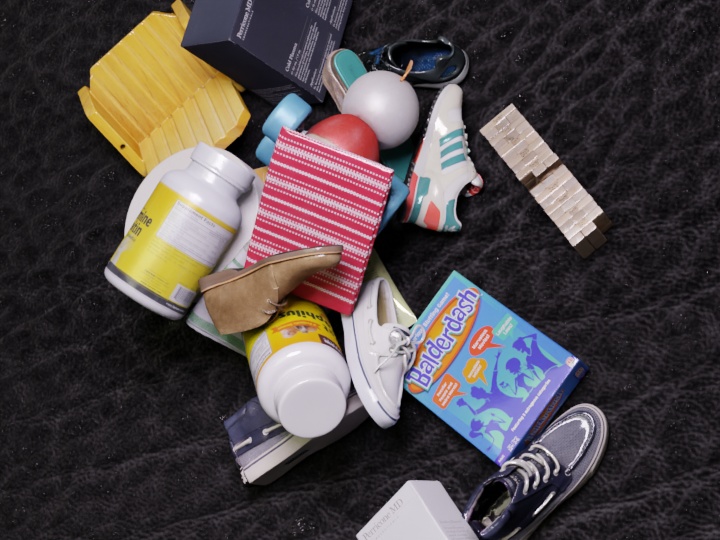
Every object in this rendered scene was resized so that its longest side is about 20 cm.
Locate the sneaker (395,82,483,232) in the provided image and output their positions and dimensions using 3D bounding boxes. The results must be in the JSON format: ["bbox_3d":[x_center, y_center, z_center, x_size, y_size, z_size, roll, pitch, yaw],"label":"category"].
[{"bbox_3d":[0.112,-0.136,1.588,0.093,0.070,0.201,20,67,-4],"label":"sneaker"}]

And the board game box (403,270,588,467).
[{"bbox_3d":[0.143,0.116,1.487,0.200,0.045,0.152,36,91,33],"label":"board game box"}]

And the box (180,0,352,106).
[{"bbox_3d":[-0.116,-0.349,1.687,0.104,0.182,0.201,3,71,43],"label":"box"}]

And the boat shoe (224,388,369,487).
[{"bbox_3d":[-0.080,0.177,1.548,0.199,0.075,0.093,-34,68,13],"label":"boat shoe"}]

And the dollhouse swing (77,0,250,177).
[{"bbox_3d":[-0.269,-0.233,1.731,0.200,0.182,0.176,-39,19,9],"label":"dollhouse swing"}]

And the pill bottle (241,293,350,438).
[{"bbox_3d":[-0.074,0.109,1.478,0.109,0.109,0.200,-41,29,8],"label":"pill bottle"}]

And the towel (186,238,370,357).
[{"bbox_3d":[-0.101,0.029,1.560,0.200,0.149,0.031,-48,30,21],"label":"towel"}]

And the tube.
[{"bbox_3d":[0.000,0.000,1.602,0.052,0.058,0.201,-14,64,-26],"label":"tube"}]

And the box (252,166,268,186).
[{"bbox_3d":[-0.177,-0.047,1.671,0.199,0.097,0.125,-12,68,22],"label":"box"}]

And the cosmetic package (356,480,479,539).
[{"bbox_3d":[0.092,0.342,1.407,0.102,0.074,0.200,-49,59,19],"label":"cosmetic package"}]

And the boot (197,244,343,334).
[{"bbox_3d":[-0.096,0.020,1.451,0.199,0.073,0.076,-20,80,32],"label":"boot"}]

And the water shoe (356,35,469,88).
[{"bbox_3d":[0.042,-0.274,1.655,0.199,0.079,0.072,-5,70,25],"label":"water shoe"}]

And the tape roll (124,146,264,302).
[{"bbox_3d":[-0.209,-0.059,1.614,0.202,0.037,0.204,-9,70,24],"label":"tape roll"}]

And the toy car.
[{"bbox_3d":[0.006,-0.171,1.546,0.184,0.177,0.200,39,74,1],"label":"toy car"}]

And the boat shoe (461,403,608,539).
[{"bbox_3d":[0.194,0.225,1.396,0.075,0.093,0.200,37,91,31],"label":"boat shoe"}]

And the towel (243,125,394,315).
[{"bbox_3d":[-0.051,-0.054,1.468,0.144,0.023,0.201,21,118,7],"label":"towel"}]

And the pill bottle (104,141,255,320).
[{"bbox_3d":[-0.213,-0.050,1.526,0.112,0.112,0.201,31,89,31],"label":"pill bottle"}]

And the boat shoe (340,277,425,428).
[{"bbox_3d":[0.035,0.087,1.490,0.086,0.075,0.203,-29,42,18],"label":"boat shoe"}]

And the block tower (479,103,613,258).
[{"bbox_3d":[0.225,-0.109,1.522,0.054,0.058,0.200,-39,62,9],"label":"block tower"}]

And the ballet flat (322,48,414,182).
[{"bbox_3d":[0.011,-0.192,1.643,0.201,0.068,0.067,64,150,2],"label":"ballet flat"}]
